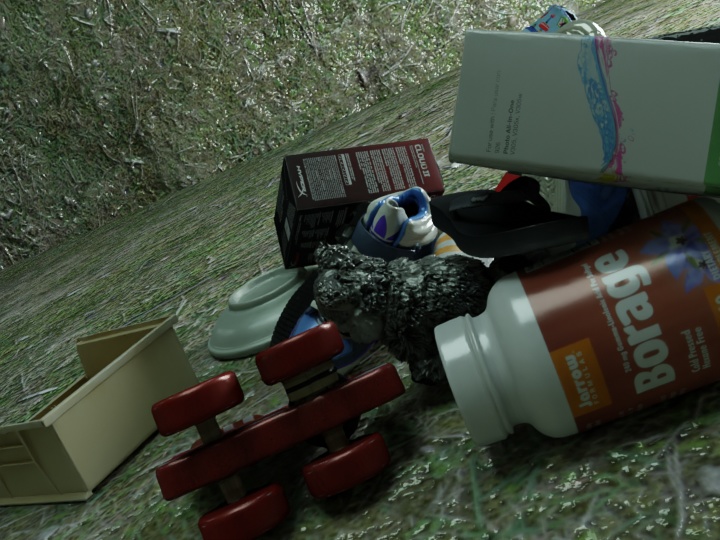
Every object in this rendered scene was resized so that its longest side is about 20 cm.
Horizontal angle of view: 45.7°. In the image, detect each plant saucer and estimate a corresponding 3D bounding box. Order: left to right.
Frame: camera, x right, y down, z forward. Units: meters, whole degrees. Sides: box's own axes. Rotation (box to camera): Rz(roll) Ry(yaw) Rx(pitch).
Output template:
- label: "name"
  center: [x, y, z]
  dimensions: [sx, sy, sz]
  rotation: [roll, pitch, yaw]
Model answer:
- label: "plant saucer"
  center: [-0.109, 0.038, 1.072]
  dimensions: [0.197, 0.051, 0.201]
  rotation: [-23, 17, 7]

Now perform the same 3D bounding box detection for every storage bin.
- label: "storage bin"
  center: [-0.306, 0.151, 0.926]
  dimensions: [0.196, 0.095, 0.200]
  rotation: [-13, 20, 35]

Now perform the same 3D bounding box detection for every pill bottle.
- label: "pill bottle"
  center: [0.153, 0.040, 0.559]
  dimensions: [0.197, 0.114, 0.112]
  rotation: [-23, 16, 8]

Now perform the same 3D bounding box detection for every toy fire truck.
- label: "toy fire truck"
  center: [-0.063, 0.120, 0.665]
  dimensions: [0.197, 0.114, 0.168]
  rotation: [-25, -3, -4]

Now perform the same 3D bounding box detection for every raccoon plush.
- label: "raccoon plush"
  center: [0.052, -0.006, 0.684]
  dimensions: [0.200, 0.134, 0.097]
  rotation: [-47, 27, 6]

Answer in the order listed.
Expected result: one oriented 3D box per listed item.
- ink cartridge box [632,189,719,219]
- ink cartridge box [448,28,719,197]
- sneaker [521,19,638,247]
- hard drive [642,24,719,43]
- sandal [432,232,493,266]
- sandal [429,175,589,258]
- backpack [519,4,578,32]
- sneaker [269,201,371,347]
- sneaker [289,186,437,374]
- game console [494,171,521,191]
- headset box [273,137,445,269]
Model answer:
- label: "ink cartridge box"
  center: [0.313, -0.089, 0.664]
  dimensions: [0.197, 0.148, 0.085]
  rotation: [-21, 18, 9]
- label: "ink cartridge box"
  center: [0.170, -0.099, 0.557]
  dimensions: [0.196, 0.089, 0.145]
  rotation: [8, 7, 20]
- label: "sneaker"
  center: [0.199, -0.107, 0.746]
  dimensions: [0.110, 0.204, 0.076]
  rotation: [0, 7, -40]
- label: "hard drive"
  center: [0.351, -0.175, 0.813]
  dimensions: [0.138, 0.039, 0.199]
  rotation: [-2, -14, 34]
- label: "sandal"
  center: [0.101, -0.019, 0.837]
  dimensions: [0.079, 0.059, 0.208]
  rotation: [-45, 9, 49]
- label: "sandal"
  center: [0.093, -0.045, 0.613]
  dimensions: [0.075, 0.044, 0.200]
  rotation: [-12, 14, -14]
- label: "backpack"
  center: [0.251, -0.231, 1.110]
  dimensions: [0.133, 0.203, 0.183]
  rotation: [-21, 17, 10]
- label: "sneaker"
  center: [-0.018, 0.032, 0.930]
  dimensions: [0.201, 0.088, 0.074]
  rotation: [-53, 26, -6]
- label: "sneaker"
  center: [0.000, 0.000, 0.816]
  dimensions: [0.080, 0.148, 0.199]
  rotation: [33, 53, 26]
- label: "game console"
  center: [0.222, -0.048, 0.909]
  dimensions: [0.174, 0.118, 0.200]
  rotation: [-56, 17, 2]
- label: "headset box"
  center: [0.003, -0.079, 1.027]
  dimensions: [0.196, 0.078, 0.149]
  rotation: [-11, -23, -15]
